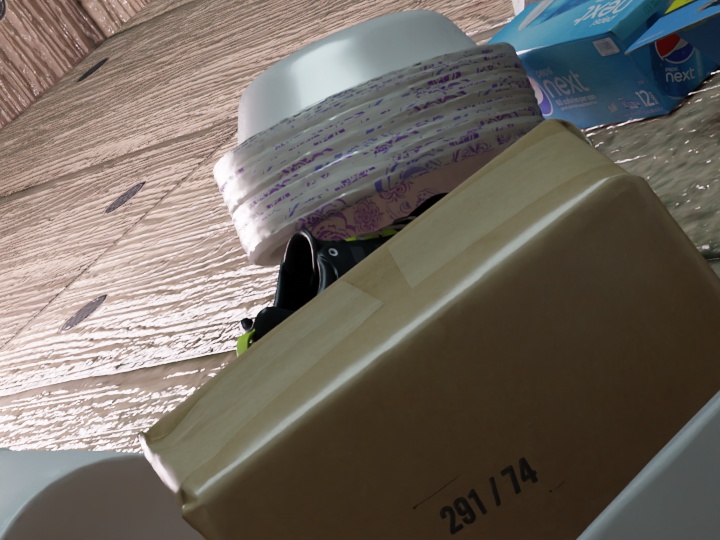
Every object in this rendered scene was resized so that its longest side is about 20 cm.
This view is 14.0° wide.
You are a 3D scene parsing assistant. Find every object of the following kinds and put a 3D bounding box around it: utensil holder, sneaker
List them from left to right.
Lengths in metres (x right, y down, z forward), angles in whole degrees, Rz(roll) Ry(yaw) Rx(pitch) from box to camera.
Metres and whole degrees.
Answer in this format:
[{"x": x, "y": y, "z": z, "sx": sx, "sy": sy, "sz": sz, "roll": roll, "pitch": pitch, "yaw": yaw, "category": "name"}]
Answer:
[{"x": -0.145, "y": 0.162, "z": 1.358, "sx": 0.170, "sy": 0.170, "sz": 0.200, "roll": -44, "pitch": 16, "yaw": -25, "category": "utensil holder"}, {"x": 0.000, "y": 0.000, "z": 1.697, "sx": 0.072, "sy": 0.083, "sz": 0.200, "roll": -22, "pitch": 21, "yaw": 47, "category": "sneaker"}]

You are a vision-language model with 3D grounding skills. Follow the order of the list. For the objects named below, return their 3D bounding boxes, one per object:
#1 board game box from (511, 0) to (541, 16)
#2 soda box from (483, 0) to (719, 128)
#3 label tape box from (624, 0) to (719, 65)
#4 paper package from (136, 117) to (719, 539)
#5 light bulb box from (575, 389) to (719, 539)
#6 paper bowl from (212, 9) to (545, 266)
[{"x": 0.121, "y": -0.281, "z": 2.033, "sx": 0.034, "sy": 0.201, "sz": 0.135, "roll": -4, "pitch": 36, "yaw": -5, "category": "board game box"}, {"x": 0.144, "y": -0.132, "z": 1.807, "sx": 0.068, "sy": 0.064, "sz": 0.200, "roll": -42, "pitch": 15, "yaw": -19, "category": "soda box"}, {"x": 0.257, "y": -0.171, "z": 1.646, "sx": 0.144, "sy": 0.063, "sz": 0.200, "roll": -22, "pitch": 21, "yaw": 47, "category": "label tape box"}, {"x": 0.058, "y": 0.078, "z": 1.065, "sx": 0.200, "sy": 0.191, "sz": 0.103, "roll": -38, "pitch": 18, "yaw": -1, "category": "paper package"}, {"x": 0.171, "y": 0.051, "z": 0.825, "sx": 0.198, "sy": 0.125, "sz": 0.200, "roll": -47, "pitch": -8, "yaw": 17, "category": "light bulb box"}, {"x": 0.006, "y": -0.086, "z": 1.780, "sx": 0.200, "sy": 0.105, "sz": 0.201, "roll": -23, "pitch": -7, "yaw": -3, "category": "paper bowl"}]
